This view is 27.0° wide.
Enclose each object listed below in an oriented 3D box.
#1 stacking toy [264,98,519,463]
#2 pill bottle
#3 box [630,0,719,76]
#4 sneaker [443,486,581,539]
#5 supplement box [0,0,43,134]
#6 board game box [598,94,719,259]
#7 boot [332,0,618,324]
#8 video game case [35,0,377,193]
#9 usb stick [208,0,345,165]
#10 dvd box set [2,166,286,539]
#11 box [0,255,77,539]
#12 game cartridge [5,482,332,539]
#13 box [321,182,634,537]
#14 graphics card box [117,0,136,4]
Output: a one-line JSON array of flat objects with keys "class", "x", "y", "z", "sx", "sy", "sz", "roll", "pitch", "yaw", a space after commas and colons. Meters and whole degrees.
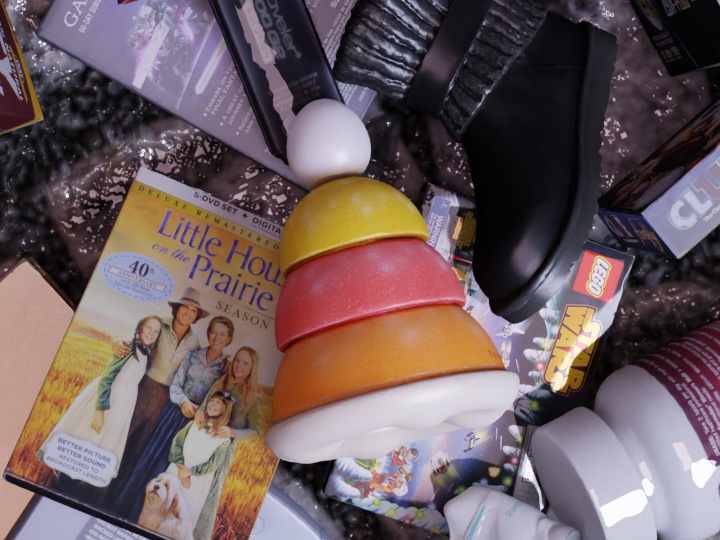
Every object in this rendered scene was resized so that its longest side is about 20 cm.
[{"class": "stacking toy", "x": 0.000, "y": 0.000, "z": 0.847, "sx": 0.145, "sy": 0.146, "sz": 0.202, "roll": -13, "pitch": 77, "yaw": -2}, {"class": "pill bottle", "x": 0.207, "y": 0.091, "z": 0.880, "sx": 0.198, "sy": 0.110, "sz": 0.110, "roll": -24, "pitch": 95, "yaw": -11}, {"class": "box", "x": 0.262, "y": -0.198, "z": 0.852, "sx": 0.199, "sy": 0.164, "sz": 0.087, "roll": -29, "pitch": 95, "yaw": 0}, {"class": "sneaker", "x": 0.062, "y": 0.211, "z": 0.903, "sx": 0.080, "sy": 0.070, "sz": 0.202, "roll": 32, "pitch": 120, "yaw": 18}, {"class": "supplement box", "x": -0.300, "y": -0.115, "z": 0.812, "sx": 0.195, "sy": 0.200, "sz": 0.134, "roll": -20, "pitch": 94, "yaw": -1}, {"class": "board game box", "x": 0.232, "y": -0.088, "z": 0.872, "sx": 0.200, "sy": 0.135, "sz": 0.035, "roll": -41, "pitch": 94, "yaw": 0}, {"class": "boot", "x": 0.055, "y": -0.086, "z": 0.855, "sx": 0.157, "sy": 0.079, "sz": 0.213, "roll": 24, "pitch": 57, "yaw": -17}, {"class": "video game case", "x": -0.077, "y": -0.156, "z": 0.912, "sx": 0.199, "sy": 0.019, "sz": 0.144, "roll": 29, "pitch": 92, "yaw": -3}, {"class": "usb stick", "x": -0.063, "y": -0.163, "z": 0.888, "sx": 0.055, "sy": 0.033, "sz": 0.202, "roll": -23, "pitch": 94, "yaw": -11}, {"class": "dvd box set", "x": -0.102, "y": 0.056, "z": 0.880, "sx": 0.145, "sy": 0.029, "sz": 0.202, "roll": 24, "pitch": 69, "yaw": -6}, {"class": "box", "x": -0.222, "y": 0.118, "z": 0.919, "sx": 0.200, "sy": 0.021, "sz": 0.164, "roll": -42, "pitch": 97, "yaw": -1}, {"class": "game cartridge", "x": -0.105, "y": 0.176, "z": 0.912, "sx": 0.199, "sy": 0.042, "sz": 0.134, "roll": 35, "pitch": 88, "yaw": -12}, {"class": "box", "x": 0.071, "y": 0.062, "z": 0.922, "sx": 0.136, "sy": 0.040, "sz": 0.202, "roll": 18, "pitch": 93, "yaw": -5}, {"class": "graphics card box", "x": -0.034, "y": -0.208, "z": 0.816, "sx": 0.199, "sy": 0.125, "sz": 0.051, "roll": -24, "pitch": 94, "yaw": -33}]
